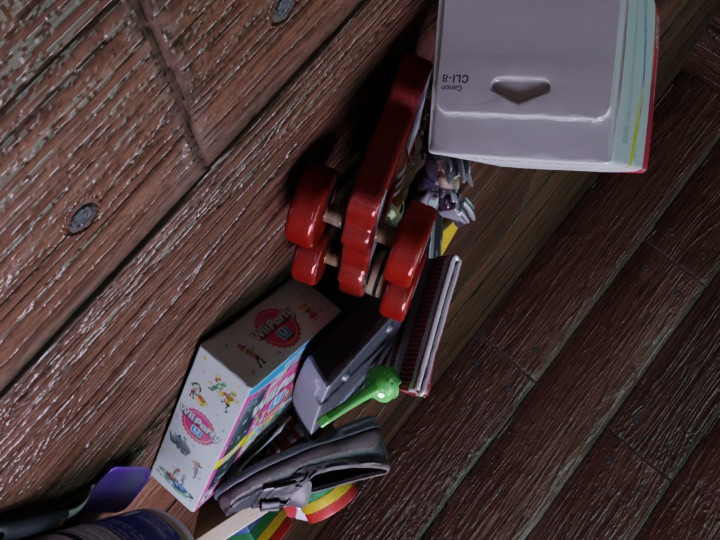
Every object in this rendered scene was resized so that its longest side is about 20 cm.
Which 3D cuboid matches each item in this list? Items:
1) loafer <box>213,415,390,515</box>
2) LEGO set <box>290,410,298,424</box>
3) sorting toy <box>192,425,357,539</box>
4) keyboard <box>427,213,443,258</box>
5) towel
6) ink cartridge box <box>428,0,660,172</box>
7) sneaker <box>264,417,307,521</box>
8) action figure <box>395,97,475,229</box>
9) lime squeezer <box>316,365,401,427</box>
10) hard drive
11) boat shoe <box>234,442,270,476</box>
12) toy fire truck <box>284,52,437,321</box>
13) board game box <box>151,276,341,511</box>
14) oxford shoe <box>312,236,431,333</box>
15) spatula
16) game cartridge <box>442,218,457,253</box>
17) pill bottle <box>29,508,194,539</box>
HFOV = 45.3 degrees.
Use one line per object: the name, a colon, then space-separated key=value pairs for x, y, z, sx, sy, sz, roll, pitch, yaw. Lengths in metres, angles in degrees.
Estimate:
loafer: x=-0.052 y=0.211 z=0.888 sx=0.197 sy=0.064 sz=0.072 roll=-18 pitch=160 yaw=-32
LEGO set: x=-0.007 y=0.131 z=1.103 sx=0.199 sy=0.115 sz=0.155 roll=-40 pitch=162 yaw=-42
sorting toy: x=-0.095 y=0.275 z=1.037 sx=0.197 sy=0.071 sz=0.199 roll=-31 pitch=-179 yaw=-9
keyboard: x=0.091 y=-0.022 z=1.099 sx=0.128 sy=0.020 sz=0.204 roll=-66 pitch=161 yaw=-59
towel: x=0.059 y=0.058 z=0.936 sx=0.200 sy=0.022 sz=0.147 roll=167 pitch=-61 yaw=-78
ink cartridge box: x=0.156 y=-0.158 z=0.702 sx=0.199 sy=0.142 sz=0.149 roll=-11 pitch=106 yaw=-65
sneaker: x=-0.102 y=0.232 z=1.188 sx=0.072 sy=0.110 sz=0.204 roll=98 pitch=3 yaw=-62
action figure: x=0.068 y=-0.082 z=0.841 sx=0.201 sy=0.068 sz=0.132 roll=121 pitch=-21 yaw=-44
lime squeezer: x=0.013 y=0.126 z=0.873 sx=0.071 sy=0.038 sz=0.200 roll=-51 pitch=170 yaw=5
hard drive: x=-0.015 y=0.096 z=0.874 sx=0.135 sy=0.042 sz=0.201 roll=-46 pitch=168 yaw=-24
boat shoe: x=-0.144 y=0.228 z=0.998 sx=0.074 sy=0.064 sz=0.200 roll=-54 pitch=167 yaw=8
toy fire truck: x=0.018 y=-0.065 z=0.741 sx=0.201 sy=0.110 sz=0.171 roll=95 pitch=17 yaw=-69
board game box: x=-0.112 y=0.120 z=0.836 sx=0.147 sy=0.064 sz=0.202 roll=-39 pitch=161 yaw=-48
oxford shoe: x=0.000 y=0.000 z=0.938 sx=0.199 sy=0.072 sz=0.071 roll=-39 pitch=-178 yaw=-31
spatula: x=-0.232 y=0.189 z=0.691 sx=0.057 sy=0.021 sz=0.200 roll=-50 pitch=167 yaw=8
game cartridge: x=0.064 y=0.009 z=1.237 sx=0.176 sy=0.032 sz=0.202 roll=-40 pitch=164 yaw=-44
pill bottle: x=-0.224 y=0.267 z=0.689 sx=0.121 sy=0.119 sz=0.199 roll=-54 pitch=159 yaw=11
